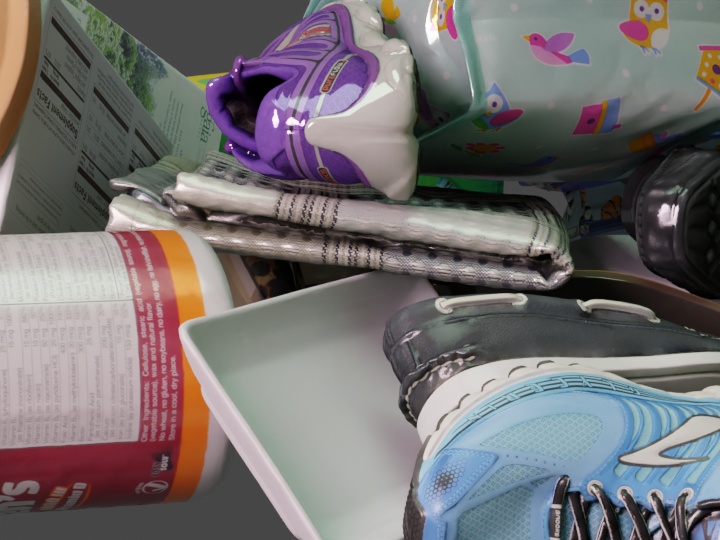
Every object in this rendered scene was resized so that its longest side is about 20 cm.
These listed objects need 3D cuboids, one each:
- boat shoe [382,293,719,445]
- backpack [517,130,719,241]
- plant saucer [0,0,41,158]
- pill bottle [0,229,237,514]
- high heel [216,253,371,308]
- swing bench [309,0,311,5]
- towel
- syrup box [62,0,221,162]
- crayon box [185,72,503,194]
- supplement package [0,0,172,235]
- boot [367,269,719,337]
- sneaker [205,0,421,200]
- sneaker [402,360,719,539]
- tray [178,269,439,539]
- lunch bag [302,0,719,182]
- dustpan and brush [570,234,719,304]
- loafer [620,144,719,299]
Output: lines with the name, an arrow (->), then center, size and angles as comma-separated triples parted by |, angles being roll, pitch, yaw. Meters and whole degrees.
boat shoe -> 0.098, 0.040, 0.938 | 0.200, 0.076, 0.060 | 7, 42, -40
backpack -> 0.188, -0.084, 1.250 | 0.199, 0.154, 0.190 | -7, -10, -22
plant saucer -> -0.229, -0.095, 0.935 | 0.200, 0.201, 0.032 | 7, -15, 14
pill bottle -> -0.155, 0.041, 0.888 | 0.199, 0.110, 0.110 | -2, 17, -19
high heel -> 0.000, 0.000, 1.118 | 0.142, 0.072, 0.200 | -5, 9, -7
swing bench -> 0.083, -0.202, 1.739 | 0.199, 0.130, 0.200 | -7, 24, -31
towel -> -0.006, -0.030, 1.023 | 0.199, 0.035, 0.193 | 6, 9, 2
syrup box -> -0.161, -0.090, 1.206 | 0.081, 0.079, 0.200 | -3, -24, 34
crayon box -> -0.017, -0.078, 1.412 | 0.119, 0.058, 0.200 | -8, 19, -34
supplement package -> -0.191, -0.046, 1.036 | 0.155, 0.111, 0.200 | 6, -16, 12
boot -> 0.093, 0.021, 1.046 | 0.199, 0.074, 0.075 | 9, 24, 14
sneaker -> -0.028, -0.079, 0.996 | 0.083, 0.081, 0.200 | 1, 8, -10
sneaker -> 0.112, 0.082, 0.853 | 0.199, 0.079, 0.090 | -6, 24, -19
tray -> 0.002, 0.056, 0.903 | 0.107, 0.022, 0.200 | 55, 26, 11
lunch bag -> 0.070, -0.100, 1.107 | 0.170, 0.122, 0.200 | -2, -10, -26
dustpan and brush -> 0.112, 0.018, 1.134 | 0.199, 0.057, 0.140 | 7, 14, -10
loafer -> 0.154, -0.024, 1.071 | 0.070, 0.068, 0.200 | 5, 6, 20
